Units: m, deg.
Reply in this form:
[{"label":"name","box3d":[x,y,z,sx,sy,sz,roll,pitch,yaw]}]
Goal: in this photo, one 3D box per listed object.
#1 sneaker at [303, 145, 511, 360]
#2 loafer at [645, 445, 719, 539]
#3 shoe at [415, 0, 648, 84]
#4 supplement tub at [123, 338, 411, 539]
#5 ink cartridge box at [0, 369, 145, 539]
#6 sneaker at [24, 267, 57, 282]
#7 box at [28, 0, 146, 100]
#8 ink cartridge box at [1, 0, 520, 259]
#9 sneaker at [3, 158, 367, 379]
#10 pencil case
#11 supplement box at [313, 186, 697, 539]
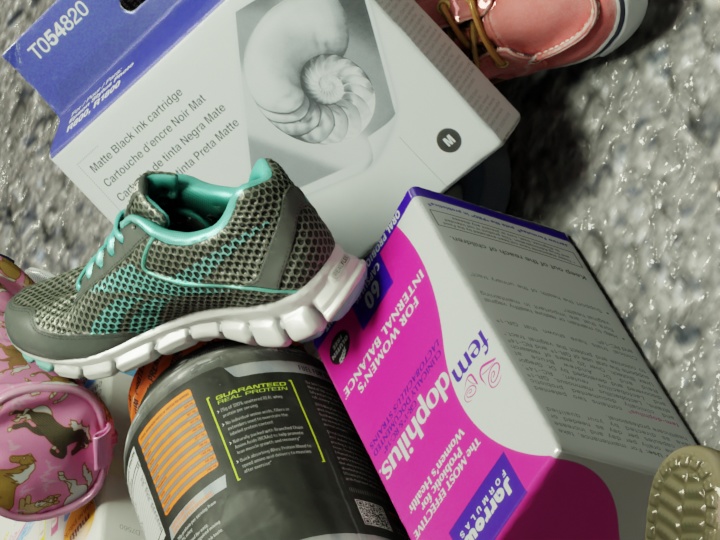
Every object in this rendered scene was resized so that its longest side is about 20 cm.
[{"label":"sneaker","box3d":[0.000,0.000,1.547,0.200,0.082,0.070,-52,38,32]},{"label":"loafer","box3d":[0.154,0.171,1.251,0.076,0.067,0.201,-144,57,-60]},{"label":"shoe","box3d":[0.056,-0.114,1.482,0.200,0.091,0.072,-10,112,60]},{"label":"supplement tub","box3d":[-0.043,0.121,1.442,0.123,0.122,0.200,-56,37,28]},{"label":"ink cartridge box","box3d":[-0.116,0.152,1.595,0.129,0.125,0.200,-44,32,38]},{"label":"sneaker","box3d":[-0.131,0.041,1.706,0.200,0.115,0.075,-16,64,54]},{"label":"box","box3d":[-0.066,-0.173,1.596,0.182,0.104,0.200,-45,12,20]},{"label":"ink cartridge box","box3d":[-0.057,-0.085,1.474,0.200,0.200,0.041,-40,6,29]},{"label":"sneaker","box3d":[-0.096,-0.008,1.447,0.200,0.091,0.078,-12,30,29]},{"label":"pencil case","box3d":[-0.187,0.059,1.568,0.086,0.083,0.200,-41,27,2]},{"label":"supplement box","box3d":[0.070,0.067,1.392,0.101,0.103,0.200,-58,37,24]}]
